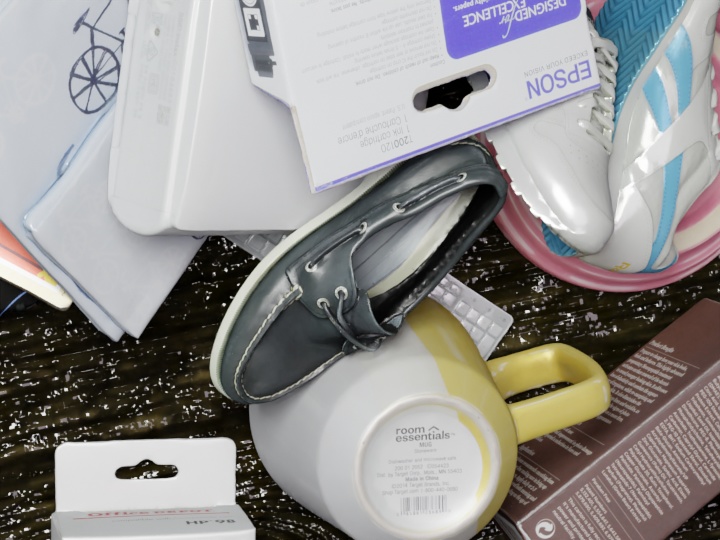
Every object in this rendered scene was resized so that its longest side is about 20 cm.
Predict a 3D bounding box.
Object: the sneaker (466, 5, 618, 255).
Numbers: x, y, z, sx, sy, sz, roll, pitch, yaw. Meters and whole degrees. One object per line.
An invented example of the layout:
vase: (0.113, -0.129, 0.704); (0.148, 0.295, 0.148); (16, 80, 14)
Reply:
sneaker: (0.111, -0.099, 1.028); (0.080, 0.200, 0.076); (-27, 146, 15)

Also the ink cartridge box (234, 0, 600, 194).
ink cartridge box: (0.026, -0.164, 0.938); (0.198, 0.043, 0.200); (-21, 110, -29)

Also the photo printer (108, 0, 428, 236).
photo printer: (-0.039, -0.101, 0.999); (0.200, 0.069, 0.167); (-1, 104, -48)

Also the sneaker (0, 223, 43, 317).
sneaker: (-0.168, -0.013, 1.039); (0.200, 0.070, 0.078); (-45, 97, -7)

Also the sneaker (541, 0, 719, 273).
sneaker: (0.173, -0.096, 1.067); (0.081, 0.077, 0.200); (16, 96, -27)

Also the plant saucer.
plant saucer: (0.169, -0.085, 1.125); (0.200, 0.051, 0.201); (-1, 96, -14)

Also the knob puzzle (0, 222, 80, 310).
knob puzzle: (-0.204, -0.104, 0.993); (0.219, 0.030, 0.220); (2, 82, -13)

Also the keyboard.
keyboard: (0.000, 0.000, 1.113); (0.200, 0.011, 0.056); (33, 88, -15)

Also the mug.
mug: (0.033, 0.081, 1.052); (0.187, 0.153, 0.149); (-46, 105, -2)

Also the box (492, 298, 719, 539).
box: (0.175, 0.108, 1.124); (0.200, 0.100, 0.075); (-39, 104, -6)

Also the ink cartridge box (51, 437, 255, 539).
ink cartridge box: (-0.124, 0.204, 1.076); (0.116, 0.067, 0.200); (-1, 97, -13)

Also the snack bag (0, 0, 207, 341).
snack bag: (-0.129, -0.089, 0.976); (0.189, 0.021, 0.200); (-55, 133, -19)

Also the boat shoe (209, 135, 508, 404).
boat shoe: (0.004, 0.007, 0.989); (0.199, 0.066, 0.075); (-41, 133, -3)
